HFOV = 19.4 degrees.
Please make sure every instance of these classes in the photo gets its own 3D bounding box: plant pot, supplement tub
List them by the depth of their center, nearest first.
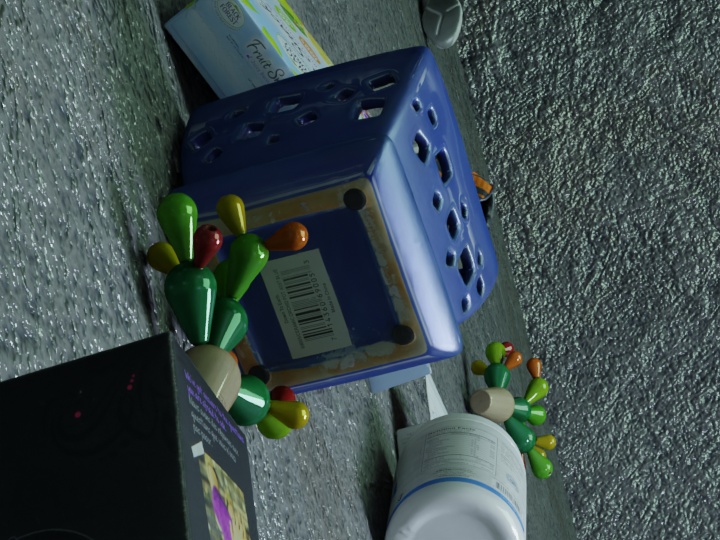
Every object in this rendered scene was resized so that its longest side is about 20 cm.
[{"bbox_3d":[-0.023,-0.023,1.521,0.180,0.198,0.201,-71,144,-63],"label":"plant pot"},{"bbox_3d":[0.091,0.227,1.963,0.200,0.131,0.133,-75,148,-74],"label":"supplement tub"}]

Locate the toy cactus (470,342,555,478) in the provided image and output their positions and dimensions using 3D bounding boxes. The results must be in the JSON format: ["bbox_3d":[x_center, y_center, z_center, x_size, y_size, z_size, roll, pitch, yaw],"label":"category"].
[{"bbox_3d":[0.190,0.182,2.798,0.165,0.102,0.202,17,58,-57],"label":"toy cactus"}]

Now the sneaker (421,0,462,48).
[{"bbox_3d":[0.140,-0.437,3.573,0.201,0.070,0.081,-97,170,-45],"label":"sneaker"}]

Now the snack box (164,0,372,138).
[{"bbox_3d":[-0.066,-0.154,1.703,0.169,0.068,0.200,53,12,-3],"label":"snack box"}]

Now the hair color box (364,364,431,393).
[{"bbox_3d":[0.000,0.000,1.862,0.099,0.060,0.201,77,-8,-45],"label":"hair color box"}]

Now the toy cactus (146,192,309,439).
[{"bbox_3d":[-0.085,0.051,1.375,0.166,0.101,0.201,-76,159,-53],"label":"toy cactus"}]

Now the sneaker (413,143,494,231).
[{"bbox_3d":[0.044,-0.050,1.770,0.200,0.111,0.078,-31,134,-44],"label":"sneaker"}]

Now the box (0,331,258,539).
[{"bbox_3d":[-0.110,0.148,0.909,0.106,0.121,0.201,60,16,-54],"label":"box"}]

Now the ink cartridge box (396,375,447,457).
[{"bbox_3d":[0.084,0.226,2.202,0.174,0.043,0.201,-97,167,-47],"label":"ink cartridge box"}]
